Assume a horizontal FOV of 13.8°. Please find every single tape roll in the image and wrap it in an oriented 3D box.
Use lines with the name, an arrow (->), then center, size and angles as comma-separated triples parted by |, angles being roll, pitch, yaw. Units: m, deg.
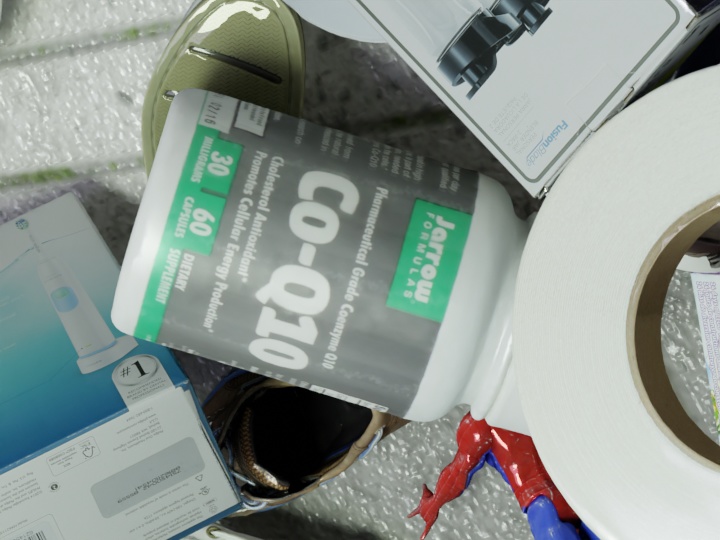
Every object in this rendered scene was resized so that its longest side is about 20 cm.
tape roll -> 0.154, 0.023, 1.089 | 0.202, 0.037, 0.203 | 0, 91, 24

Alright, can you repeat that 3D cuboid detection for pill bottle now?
pill bottle -> 0.000, 0.000, 1.308 | 0.199, 0.113, 0.113 | 16, 127, -3

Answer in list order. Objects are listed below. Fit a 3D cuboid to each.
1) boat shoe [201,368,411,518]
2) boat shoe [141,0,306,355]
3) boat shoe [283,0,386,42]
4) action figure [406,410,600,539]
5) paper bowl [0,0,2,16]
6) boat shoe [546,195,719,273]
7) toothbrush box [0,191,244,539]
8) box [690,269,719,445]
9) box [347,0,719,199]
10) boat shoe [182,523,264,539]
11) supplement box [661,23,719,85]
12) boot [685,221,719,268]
boat shoe -> -0.040, 0.077, 1.458 | 0.072, 0.072, 0.200 | 54, 133, 0
boat shoe -> -0.063, -0.059, 1.397 | 0.075, 0.068, 0.200 | 16, 125, 4
boat shoe -> -0.029, -0.166, 1.307 | 0.200, 0.070, 0.071 | 31, 144, 37
action figure -> 0.089, 0.132, 1.381 | 0.200, 0.065, 0.099 | 60, 151, 26
paper bowl -> -0.260, -0.167, 1.469 | 0.200, 0.104, 0.201 | 17, 123, 28
boat shoe -> 0.097, -0.083, 1.276 | 0.200, 0.072, 0.069 | 48, 136, 19
toothbrush box -> -0.163, 0.065, 1.427 | 0.200, 0.146, 0.085 | 51, 165, 54
box -> 0.225, 0.088, 1.286 | 0.137, 0.039, 0.201 | 4, 116, 36
box -> 0.043, -0.140, 1.134 | 0.200, 0.060, 0.117 | 46, 132, 8
boat shoe -> -0.008, 0.167, 1.487 | 0.199, 0.069, 0.071 | 17, 144, 5
supplement box -> 0.080, -0.172, 1.205 | 0.200, 0.109, 0.110 | 33, 129, 19
boot -> 0.211, -0.036, 1.192 | 0.199, 0.070, 0.146 | 11, 158, -13
